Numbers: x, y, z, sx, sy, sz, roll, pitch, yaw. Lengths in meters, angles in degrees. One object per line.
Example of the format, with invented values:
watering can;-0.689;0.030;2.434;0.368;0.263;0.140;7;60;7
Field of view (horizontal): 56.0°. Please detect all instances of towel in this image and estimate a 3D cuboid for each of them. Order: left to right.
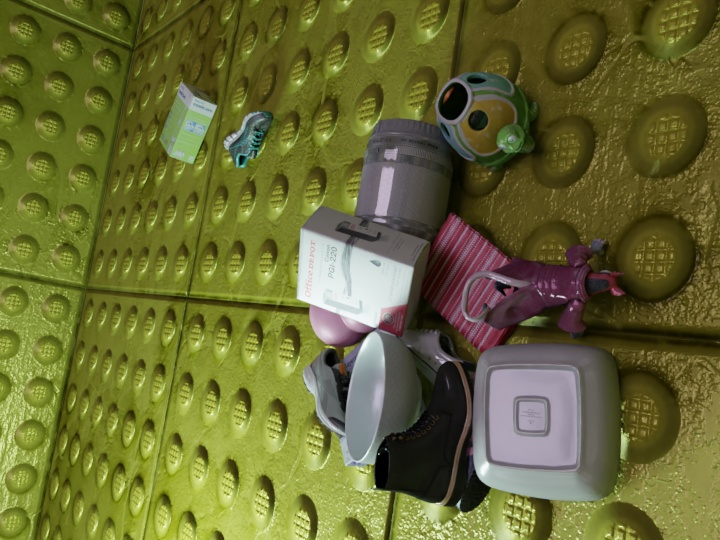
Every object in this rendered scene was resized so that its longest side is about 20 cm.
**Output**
towel;0.176;0.022;1.066;0.200;0.022;0.146;45;115;35

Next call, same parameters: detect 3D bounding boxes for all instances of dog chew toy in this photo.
dog chew toy;-0.003;0.063;1.237;0.198;0.123;0.127;-28;58;39

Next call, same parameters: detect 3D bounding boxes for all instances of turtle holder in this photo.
turtle holder;0.193;-0.230;1.069;0.140;0.130;0.189;-36;52;38

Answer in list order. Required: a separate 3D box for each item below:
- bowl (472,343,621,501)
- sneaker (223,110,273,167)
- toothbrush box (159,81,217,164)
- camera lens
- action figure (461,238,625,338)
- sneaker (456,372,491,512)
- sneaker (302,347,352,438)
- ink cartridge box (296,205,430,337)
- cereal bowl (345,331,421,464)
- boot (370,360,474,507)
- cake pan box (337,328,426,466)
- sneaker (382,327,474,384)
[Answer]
bowl;0.234;0.192;0.884;0.196;0.074;0.205;-3;76;29
sneaker;-0.283;-0.341;1.774;0.199;0.076;0.093;-34;69;45
toothbrush box;-0.541;-0.460;2.114;0.146;0.085;0.203;46;115;48
camera lens;0.076;-0.138;1.167;0.158;0.158;0.205;2;80;51
action figure;0.253;0.013;0.902;0.198;0.147;0.138;-11;69;48
sneaker;0.170;0.248;1.000;0.081;0.069;0.204;17;85;48
sneaker;-0.041;0.218;1.197;0.080;0.073;0.201;-53;42;18
ink cartridge box;0.000;0.000;1.097;0.196;0.085;0.148;20;127;16
cereal bowl;0.042;0.203;1.064;0.200;0.081;0.205;-167;90;-76
boot;0.087;0.219;0.953;0.077;0.136;0.205;-26;54;54
cake pan box;0.021;0.225;1.211;0.200;0.052;0.187;-43;46;35
sneaker;0.115;0.128;1.117;0.199;0.072;0.072;39;100;40
